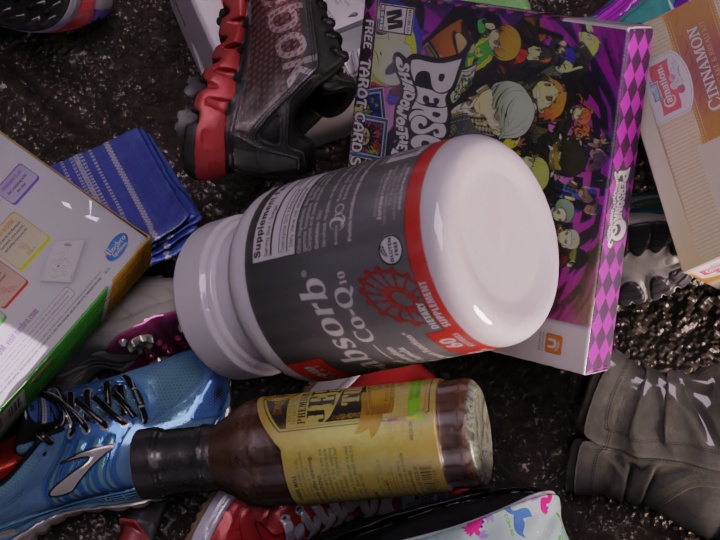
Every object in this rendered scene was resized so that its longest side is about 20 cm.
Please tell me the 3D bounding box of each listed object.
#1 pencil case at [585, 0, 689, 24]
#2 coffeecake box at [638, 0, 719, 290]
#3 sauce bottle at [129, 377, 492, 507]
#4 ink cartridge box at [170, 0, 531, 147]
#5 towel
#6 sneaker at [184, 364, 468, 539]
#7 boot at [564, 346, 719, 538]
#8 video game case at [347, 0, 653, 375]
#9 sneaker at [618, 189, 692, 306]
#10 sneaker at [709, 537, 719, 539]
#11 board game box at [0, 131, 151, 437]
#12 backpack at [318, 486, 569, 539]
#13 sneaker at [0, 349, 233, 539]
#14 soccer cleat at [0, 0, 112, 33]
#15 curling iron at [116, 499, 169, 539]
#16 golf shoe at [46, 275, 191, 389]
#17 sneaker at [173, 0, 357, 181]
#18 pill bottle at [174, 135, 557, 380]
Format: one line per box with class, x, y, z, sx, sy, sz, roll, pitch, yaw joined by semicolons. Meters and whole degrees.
pencil case;0.131;-0.117;1.285;0.200;0.092;0.085;-28;28;-17
coffeecake box;0.242;-0.058;1.206;0.073;0.200;0.154;-25;65;27
sauce bottle;-0.029;0.099;1.128;0.200;0.065;0.065;-7;67;11
ink cartridge box;-0.010;-0.173;1.315;0.200;0.084;0.146;-21;69;-9
towel;-0.206;-0.022;1.248;0.200;0.024;0.145;-22;36;-9
sneaker;-0.011;0.135;1.195;0.112;0.071;0.200;35;69;17
boot;0.194;0.070;1.169;0.131;0.200;0.068;20;29;4
video game case;0.073;-0.055;1.184;0.181;0.036;0.200;14;103;34
sneaker;0.114;-0.011;1.266;0.200;0.078;0.080;-5;31;6
sneaker;0.160;0.225;1.141;0.070;0.100;0.200;34;71;15
board game box;-0.244;-0.014;1.162;0.200;0.040;0.153;36;68;9
backpack;0.033;0.200;1.112;0.200;0.178;0.151;-22;77;-19
sneaker;-0.167;0.099;1.185;0.200;0.090;0.078;-27;51;-9
soccer cleat;-0.259;-0.196;1.343;0.200;0.073;0.068;16;98;23
curling iron;-0.144;0.157;1.208;0.050;0.026;0.200;26;69;8
golf shoe;-0.161;0.025;1.240;0.200;0.075;0.092;-18;65;-9
sneaker;-0.044;-0.141;1.220;0.098;0.071;0.201;11;72;4
pill bottle;0.000;0.000;1.140;0.200;0.116;0.116;-14;61;37
